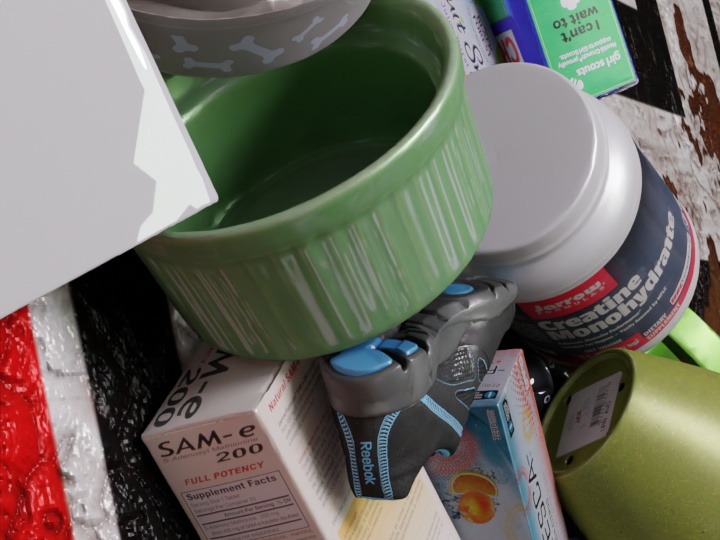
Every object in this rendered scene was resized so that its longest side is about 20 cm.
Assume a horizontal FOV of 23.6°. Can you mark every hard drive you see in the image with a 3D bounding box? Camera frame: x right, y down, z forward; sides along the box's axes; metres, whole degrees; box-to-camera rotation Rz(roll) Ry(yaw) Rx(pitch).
[{"bbox_3d":[-0.160,-0.092,0.749,0.132,0.026,0.200,-30,105,-24],"label":"hard drive"}]

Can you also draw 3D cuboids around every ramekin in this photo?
[{"bbox_3d":[-0.029,-0.047,0.882,0.200,0.199,0.098,-75,148,-46],"label":"ramekin"}]

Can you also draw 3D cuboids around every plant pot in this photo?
[{"bbox_3d":[0.214,0.138,1.081,0.200,0.187,0.187,35,41,-18],"label":"plant pot"}]

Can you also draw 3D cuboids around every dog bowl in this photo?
[{"bbox_3d":[-0.075,-0.182,0.883,0.059,0.199,0.201,95,-1,-55],"label":"dog bowl"}]

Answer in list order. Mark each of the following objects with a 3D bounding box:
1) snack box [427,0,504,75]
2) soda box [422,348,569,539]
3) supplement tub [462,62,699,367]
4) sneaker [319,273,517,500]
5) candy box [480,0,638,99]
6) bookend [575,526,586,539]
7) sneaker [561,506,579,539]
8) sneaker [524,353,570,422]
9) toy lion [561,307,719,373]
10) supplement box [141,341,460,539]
[{"bbox_3d":[0.042,-0.143,1.213,0.201,0.067,0.169,68,27,-15],"label":"snack box"},{"bbox_3d":[0.081,0.149,1.020,0.068,0.063,0.201,-57,135,-58],"label":"soda box"},{"bbox_3d":[0.122,-0.031,1.081,0.200,0.140,0.141,38,43,-56],"label":"supplement tub"},{"bbox_3d":[0.032,0.055,0.930,0.200,0.073,0.082,-34,123,-60],"label":"sneaker"},{"bbox_3d":[0.117,-0.219,1.303,0.201,0.077,0.169,68,-14,-9],"label":"candy box"},{"bbox_3d":[0.195,0.245,1.210,0.199,0.092,0.200,-80,149,-60],"label":"bookend"},{"bbox_3d":[0.149,0.230,1.123,0.074,0.082,0.201,5,69,-61],"label":"sneaker"},{"bbox_3d":[0.080,0.080,1.110,0.072,0.083,0.200,50,20,28],"label":"sneaker"},{"bbox_3d":[0.194,0.053,1.268,0.192,0.069,0.200,46,-17,4],"label":"toy lion"},{"bbox_3d":[-0.023,0.126,0.923,0.200,0.073,0.126,64,28,-21],"label":"supplement box"}]
